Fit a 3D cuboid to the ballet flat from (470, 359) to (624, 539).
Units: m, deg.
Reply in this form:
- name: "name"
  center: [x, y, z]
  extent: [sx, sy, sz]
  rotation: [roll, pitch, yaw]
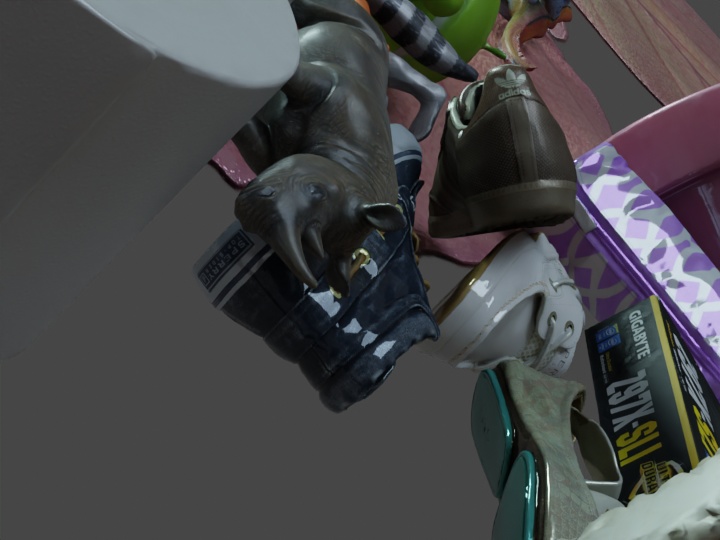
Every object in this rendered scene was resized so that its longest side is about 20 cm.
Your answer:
- name: "ballet flat"
  center: [0.087, 0.098, 0.777]
  extent: [0.062, 0.068, 0.200]
  rotation: [10, 28, -6]

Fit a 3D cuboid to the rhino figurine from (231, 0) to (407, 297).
- name: "rhino figurine"
  center: [-0.021, -0.058, 0.720]
  extent: [0.087, 0.060, 0.201]
  rotation: [31, 29, -25]

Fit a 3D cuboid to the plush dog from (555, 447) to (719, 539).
- name: "plush dog"
  center: [0.107, 0.180, 0.628]
  extent: [0.172, 0.160, 0.200]
  rotation: [55, 45, -19]

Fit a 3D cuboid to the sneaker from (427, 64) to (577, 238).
- name: "sneaker"
  center: [0.072, -0.058, 0.911]
  extent: [0.200, 0.070, 0.076]
  rotation: [172, -89, -83]

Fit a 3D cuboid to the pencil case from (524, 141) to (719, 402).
- name: "pencil case"
  center: [0.181, 0.010, 1.120]
  extent: [0.200, 0.084, 0.086]
  rotation: [50, 0, 9]

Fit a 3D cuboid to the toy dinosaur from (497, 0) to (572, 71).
- name: "toy dinosaur"
  center: [0.142, -0.229, 1.559]
  extent: [0.181, 0.104, 0.201]
  rotation: [38, 56, -59]

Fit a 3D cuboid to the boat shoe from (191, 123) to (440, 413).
- name: "boat shoe"
  center: [0.000, 0.000, 0.804]
  extent: [0.091, 0.071, 0.200]
  rotation: [48, 27, 2]

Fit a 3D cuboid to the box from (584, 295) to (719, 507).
- name: "box"
  center: [0.174, 0.126, 0.889]
  extent: [0.160, 0.049, 0.200]
  rotation: [56, 16, -21]

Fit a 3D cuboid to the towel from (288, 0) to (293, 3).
- name: "towel"
  center: [-0.126, -0.139, 0.684]
  extent: [0.200, 0.147, 0.024]
  rotation: [45, 25, -2]

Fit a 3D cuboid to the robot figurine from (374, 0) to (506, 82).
- name: "robot figurine"
  center: [0.004, -0.191, 1.083]
  extent: [0.200, 0.116, 0.175]
  rotation: [41, -12, -27]

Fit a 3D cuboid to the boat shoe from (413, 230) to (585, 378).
- name: "boat shoe"
  center: [0.083, 0.025, 0.914]
  extent: [0.069, 0.071, 0.200]
  rotation: [49, 18, 7]

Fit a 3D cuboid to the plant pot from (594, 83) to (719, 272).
- name: "plant pot"
  center: [0.264, -0.017, 1.215]
  extent: [0.200, 0.199, 0.180]
  rotation: [6, 60, -61]

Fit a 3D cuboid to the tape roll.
- name: "tape roll"
  center: [-0.137, -0.088, 0.576]
  extent: [0.202, 0.139, 0.203]
  rotation: [40, 22, -20]

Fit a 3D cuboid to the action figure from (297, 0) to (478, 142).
- name: "action figure"
  center: [-0.028, -0.162, 0.954]
  extent: [0.194, 0.104, 0.200]
  rotation: [61, 0, -13]
